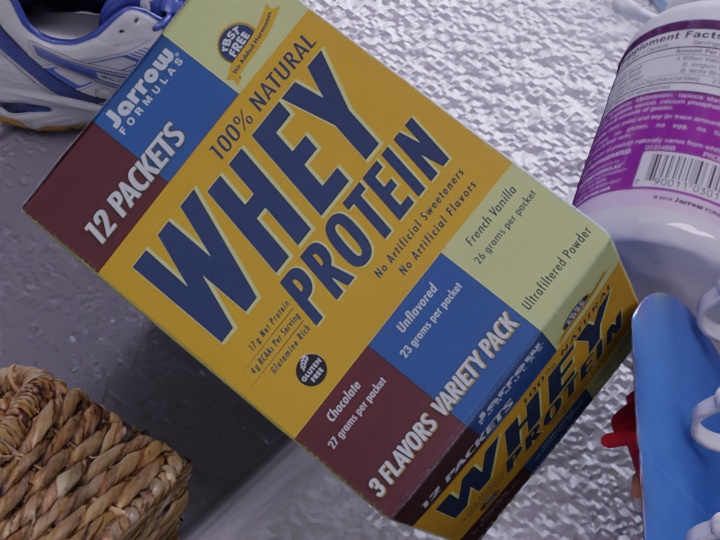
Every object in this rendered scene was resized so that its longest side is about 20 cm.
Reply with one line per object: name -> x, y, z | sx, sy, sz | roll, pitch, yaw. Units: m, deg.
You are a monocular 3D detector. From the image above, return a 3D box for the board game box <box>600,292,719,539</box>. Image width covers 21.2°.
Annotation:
board game box -> 0.134, 0.111, 0.840 | 0.039, 0.158, 0.201 | -15, 57, 25

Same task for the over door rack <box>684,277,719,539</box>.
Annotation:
over door rack -> 0.241, 0.081, 0.820 | 0.199, 0.067, 0.148 | 16, 47, -3

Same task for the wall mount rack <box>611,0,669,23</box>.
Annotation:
wall mount rack -> 0.163, -0.195, 1.097 | 0.173, 0.075, 0.200 | -27, 63, -27

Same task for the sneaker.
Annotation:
sneaker -> -0.102, -0.113, 0.976 | 0.199, 0.088, 0.076 | 1, 52, -13

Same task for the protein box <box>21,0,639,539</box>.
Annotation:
protein box -> 0.000, 0.000, 0.819 | 0.198, 0.200, 0.135 | 38, 89, 17

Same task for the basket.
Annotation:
basket -> -0.179, 0.123, 0.753 | 0.149, 0.143, 0.200 | 31, 54, 11

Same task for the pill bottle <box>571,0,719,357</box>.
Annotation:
pill bottle -> 0.173, -0.061, 0.957 | 0.112, 0.112, 0.201 | 20, 57, 4
